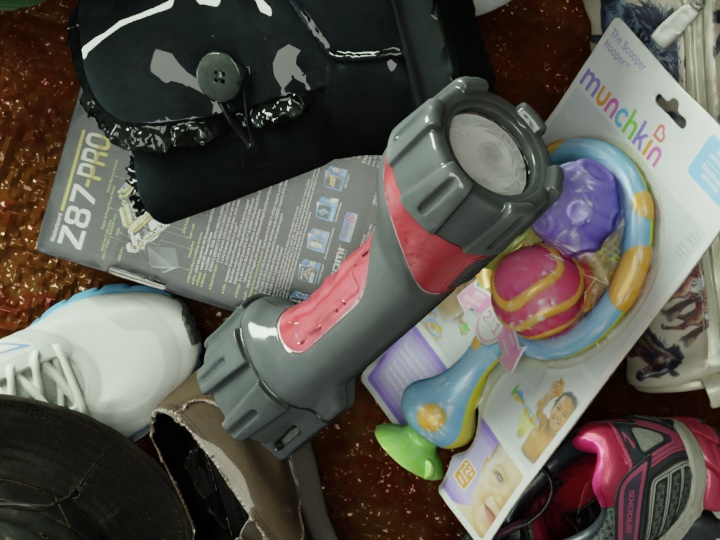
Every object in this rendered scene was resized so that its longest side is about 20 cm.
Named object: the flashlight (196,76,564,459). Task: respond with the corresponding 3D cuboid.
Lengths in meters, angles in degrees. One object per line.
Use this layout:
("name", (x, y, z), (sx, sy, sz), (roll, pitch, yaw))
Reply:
("flashlight", (0.000, 0.000, 1.072), (0.068, 0.068, 0.200), (25, 139, -23))

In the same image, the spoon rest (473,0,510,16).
("spoon rest", (0.076, -0.186, 1.116), (0.200, 0.061, 0.099), (-39, 75, 1))

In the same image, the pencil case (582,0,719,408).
("pencil case", (0.143, -0.045, 1.123), (0.078, 0.089, 0.200), (-7, 95, 7))

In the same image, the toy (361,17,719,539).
("toy", (0.066, 0.002, 1.074), (0.200, 0.047, 0.115), (-58, 44, 22))

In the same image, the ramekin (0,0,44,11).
("ramekin", (-0.176, -0.204, 1.122), (0.200, 0.098, 0.200), (0, 89, 23))

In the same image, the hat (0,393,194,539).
("hat", (-0.151, 0.153, 1.137), (0.200, 0.081, 0.201), (-10, 118, -20))

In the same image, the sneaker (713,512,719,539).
("sneaker", (0.168, 0.174, 1.146), (0.088, 0.075, 0.200), (0, 95, 6))

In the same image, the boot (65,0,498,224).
("boot", (-0.047, -0.124, 1.073), (0.168, 0.076, 0.200), (-11, 107, 20))

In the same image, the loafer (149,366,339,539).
("loafer", (-0.048, 0.136, 1.161), (0.073, 0.071, 0.200), (-28, 81, 52))

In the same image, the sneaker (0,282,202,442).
("sneaker", (-0.165, 0.066, 1.171), (0.200, 0.087, 0.075), (-24, 90, 7))

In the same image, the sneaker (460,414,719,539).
("sneaker", (0.068, 0.123, 1.125), (0.200, 0.075, 0.081), (-48, 51, 31))

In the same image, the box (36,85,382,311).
("box", (-0.041, -0.081, 1.162), (0.161, 0.049, 0.200), (16, 96, 4))
